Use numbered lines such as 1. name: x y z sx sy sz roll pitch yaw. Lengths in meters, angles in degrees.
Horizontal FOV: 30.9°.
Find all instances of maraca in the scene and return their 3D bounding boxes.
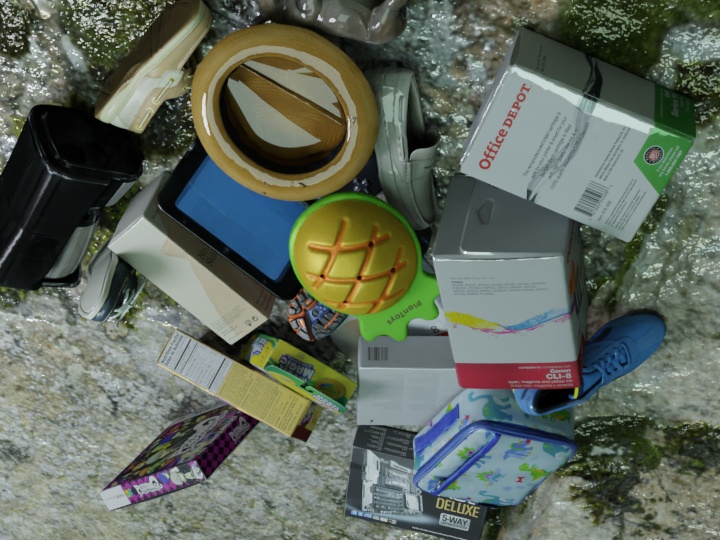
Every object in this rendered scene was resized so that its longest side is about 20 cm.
1. maraca: 0.008 -0.002 1.421 0.137 0.107 0.200 -33 118 17

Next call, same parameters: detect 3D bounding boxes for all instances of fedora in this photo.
1. fedora: -0.076 -0.173 1.360 0.199 0.082 0.202 1 118 2

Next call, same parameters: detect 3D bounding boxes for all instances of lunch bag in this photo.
1. lunch bag: 0.160 0.220 1.616 0.160 0.083 0.200 16 143 -20

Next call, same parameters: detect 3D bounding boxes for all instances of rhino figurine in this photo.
1. rhino figurine: -0.044 -0.271 1.308 0.199 0.060 0.088 8 142 14

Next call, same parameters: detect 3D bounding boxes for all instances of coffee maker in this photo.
1. coffee maker: -0.370 -0.078 1.497 0.135 0.192 0.200 48 126 15

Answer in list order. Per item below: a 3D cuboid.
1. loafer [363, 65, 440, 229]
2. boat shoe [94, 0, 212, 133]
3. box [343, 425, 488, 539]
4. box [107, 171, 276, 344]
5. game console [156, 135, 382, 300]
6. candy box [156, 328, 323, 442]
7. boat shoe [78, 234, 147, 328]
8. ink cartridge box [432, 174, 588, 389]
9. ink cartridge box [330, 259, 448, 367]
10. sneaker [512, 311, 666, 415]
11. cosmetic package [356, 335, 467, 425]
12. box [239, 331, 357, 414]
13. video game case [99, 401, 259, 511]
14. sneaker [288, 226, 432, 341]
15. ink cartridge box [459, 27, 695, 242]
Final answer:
1. loafer: 0.053 -0.129 1.404 0.069 0.070 0.201 -1 131 27
2. boat shoe: -0.212 -0.219 1.408 0.066 0.074 0.200 28 137 -28
3. box: 0.082 0.297 1.807 0.199 0.050 0.158 13 134 6
4. box: -0.196 -0.014 1.572 0.200 0.095 0.078 40 130 -22
5. game console: -0.091 -0.095 1.448 0.200 0.117 0.176 37 132 -19
6. candy box: -0.153 0.149 1.668 0.199 0.057 0.117 28 174 12
7. boat shoe: -0.297 0.019 1.568 0.062 0.200 0.075 40 97 -19
8. ink cartridge box: 0.172 0.011 1.445 0.144 0.146 0.201 -1 132 16
9. ink cartridge box: 0.015 0.031 1.580 0.162 0.050 0.200 -24 124 33
10. sneaker: 0.273 0.115 1.507 0.199 0.078 0.066 -26 107 -4
11. cosmetic package: 0.095 0.138 1.606 0.199 0.052 0.151 1 145 -1
12. box: -0.078 0.126 1.619 0.117 0.049 0.200 31 175 -13
13. video game case: -0.228 0.238 1.744 0.181 0.200 0.036 -22 103 33
14. sneaker: 0.000 0.000 1.514 0.200 0.078 0.076 -36 92 17
15. ink cartridge box: 0.219 -0.138 1.331 0.199 0.083 0.147 23 130 -5
